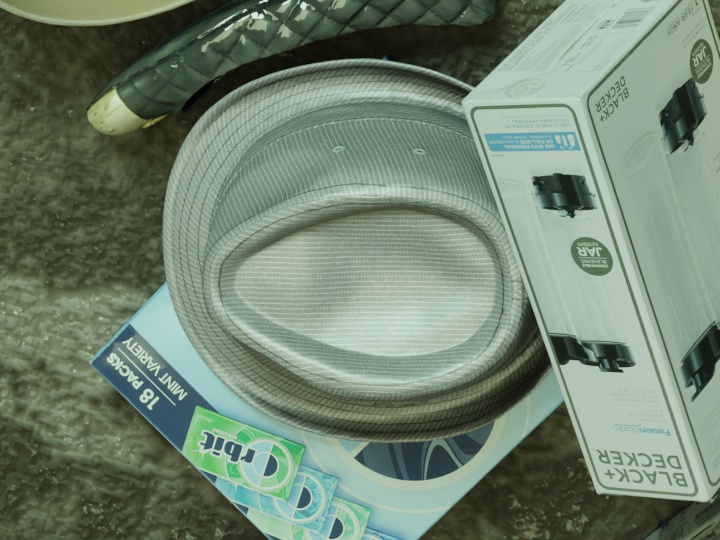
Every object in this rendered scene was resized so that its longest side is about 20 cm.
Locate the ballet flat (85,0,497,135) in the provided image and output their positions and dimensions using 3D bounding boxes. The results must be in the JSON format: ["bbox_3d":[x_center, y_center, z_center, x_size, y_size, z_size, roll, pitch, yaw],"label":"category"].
[{"bbox_3d":[-0.034,-0.102,1.249,0.200,0.066,0.057,-23,102,15],"label":"ballet flat"}]

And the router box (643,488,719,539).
[{"bbox_3d":[0.145,0.213,1.300,0.200,0.051,0.149,-38,96,16],"label":"router box"}]

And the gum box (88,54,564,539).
[{"bbox_3d":[0.002,0.030,1.285,0.170,0.045,0.200,45,107,-3],"label":"gum box"}]

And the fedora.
[{"bbox_3d":[0.000,0.000,1.208,0.200,0.090,0.177,8,104,8],"label":"fedora"}]

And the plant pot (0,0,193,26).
[{"bbox_3d":[-0.110,-0.224,1.186,0.200,0.200,0.135,-41,58,16],"label":"plant pot"}]

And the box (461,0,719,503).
[{"bbox_3d":[0.123,-0.013,1.187,0.060,0.117,0.200,0,123,38],"label":"box"}]
